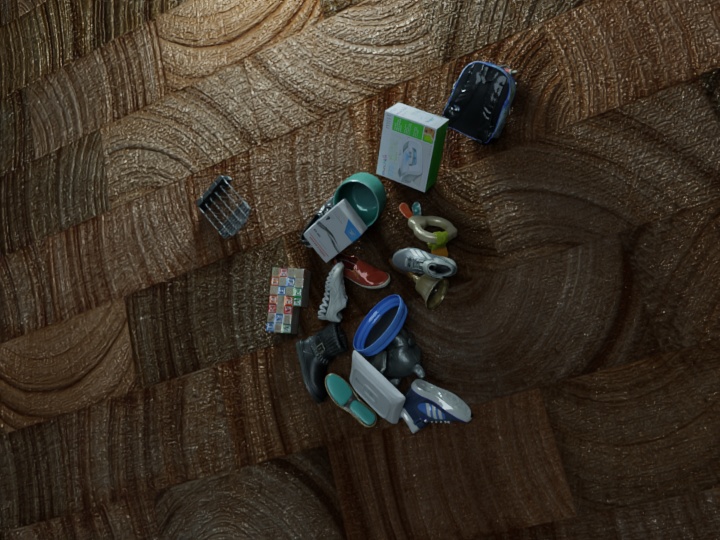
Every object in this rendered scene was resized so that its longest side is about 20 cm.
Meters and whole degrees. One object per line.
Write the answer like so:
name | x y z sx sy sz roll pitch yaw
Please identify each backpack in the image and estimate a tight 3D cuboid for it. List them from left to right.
backpack | 0.353 -0.493 1.676 0.181 0.146 0.204 32 119 20

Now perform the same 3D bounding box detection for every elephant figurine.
elephant figurine | 0.076 0.274 1.683 0.198 0.155 0.143 -35 94 15

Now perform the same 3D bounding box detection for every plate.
plate | 0.037 0.342 1.650 0.032 0.201 0.199 -39 67 -25

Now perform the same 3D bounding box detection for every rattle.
rattle | 0.194 -0.104 1.749 0.198 0.145 0.130 28 58 35

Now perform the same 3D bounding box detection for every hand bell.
hand bell | 0.156 0.019 1.724 0.199 0.104 0.105 36 94 32

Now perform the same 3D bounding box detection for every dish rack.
dish rack | -0.462 -0.214 1.979 0.154 0.054 0.200 -46 72 8

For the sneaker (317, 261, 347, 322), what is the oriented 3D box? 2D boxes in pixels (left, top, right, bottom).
sneaker | -0.071 0.068 1.771 0.079 0.075 0.204 20 117 12

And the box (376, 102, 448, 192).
box | 0.152 -0.367 1.720 0.173 0.097 0.204 25 129 20

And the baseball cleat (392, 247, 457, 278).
baseball cleat | 0.174 -0.022 1.640 0.195 0.106 0.072 6 98 21

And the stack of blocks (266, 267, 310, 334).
stack of blocks | -0.229 0.098 1.845 0.112 0.058 0.206 3 82 19

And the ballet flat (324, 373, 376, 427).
ballet flat | -0.034 0.392 1.719 0.068 0.063 0.200 -42 79 -17

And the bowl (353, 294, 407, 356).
bowl | 0.059 0.161 1.678 0.039 0.201 0.201 40 97 -17

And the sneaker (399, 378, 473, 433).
sneaker | 0.204 0.414 1.649 0.197 0.081 0.149 27 112 5

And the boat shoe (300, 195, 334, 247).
boat shoe | -0.124 -0.163 1.847 0.070 0.066 0.200 44 97 19

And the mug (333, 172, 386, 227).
mug | -0.009 -0.218 1.779 0.181 0.115 0.155 -6 114 27

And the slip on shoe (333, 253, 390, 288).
slip on shoe | 0.000 0.000 1.772 0.196 0.062 0.075 22 58 22

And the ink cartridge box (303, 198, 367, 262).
ink cartridge box | -0.089 -0.109 1.755 0.199 0.067 0.116 -36 98 31

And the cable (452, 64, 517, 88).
cable | 0.378 -0.578 1.749 0.195 0.050 0.100 9 88 19

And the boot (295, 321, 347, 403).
boot | -0.103 0.279 1.762 0.155 0.079 0.216 -23 74 14
